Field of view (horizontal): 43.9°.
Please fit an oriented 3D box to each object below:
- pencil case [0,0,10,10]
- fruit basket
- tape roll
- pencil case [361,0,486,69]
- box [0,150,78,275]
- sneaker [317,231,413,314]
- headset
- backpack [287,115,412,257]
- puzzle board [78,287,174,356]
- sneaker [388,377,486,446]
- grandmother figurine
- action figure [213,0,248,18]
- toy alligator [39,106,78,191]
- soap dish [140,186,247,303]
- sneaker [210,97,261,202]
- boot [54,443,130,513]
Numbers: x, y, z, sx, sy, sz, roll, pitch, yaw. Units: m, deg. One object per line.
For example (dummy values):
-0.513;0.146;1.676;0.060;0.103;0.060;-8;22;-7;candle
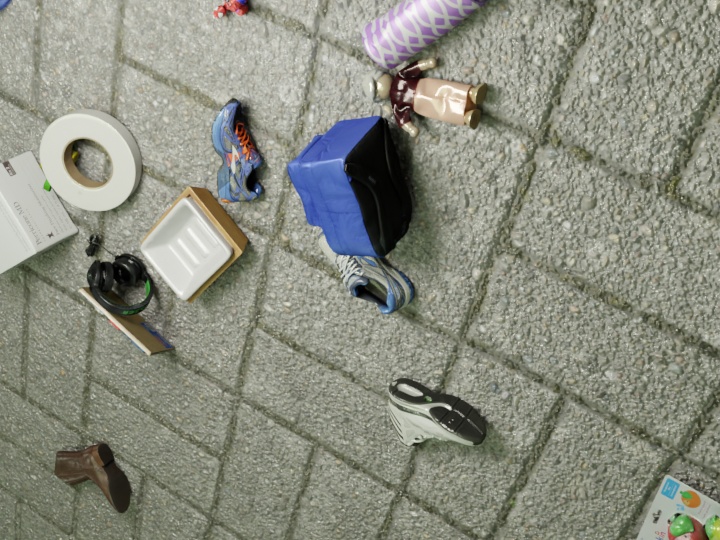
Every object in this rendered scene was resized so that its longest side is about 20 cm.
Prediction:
-0.748;-0.583;1.692;0.201;0.078;0.087;54;150;-5;pencil case
0.557;0.452;1.449;0.199;0.094;0.187;25;125;21;fruit basket
-0.526;-0.213;1.745;0.201;0.037;0.204;5;118;9;tape roll
0.091;-0.377;1.305;0.199;0.084;0.086;-28;63;35;pencil case
-0.747;-0.114;1.901;0.199;0.131;0.200;-21;103;36;box
0.000;0.000;1.548;0.200;0.085;0.077;38;127;9;sneaker
-0.512;0.012;1.842;0.201;0.123;0.094;56;135;17;headset
-0.010;-0.127;1.448;0.167;0.163;0.201;2;128;40;backpack
-0.485;0.106;1.859;0.200;0.151;0.017;42;93;5;puzzle board
0.137;0.284;1.634;0.199;0.076;0.116;26;134;26;sneaker
0.090;-0.268;1.378;0.199;0.060;0.122;20;96;24;grandmother figurine
-0.187;-0.458;1.418;0.199;0.099;0.065;-31;95;40;action figure
-0.592;-0.248;1.793;0.059;0.054;0.201;28;118;-5;toy alligator
-0.317;-0.051;1.711;0.158;0.081;0.200;50;128;-1;soap dish
-0.211;-0.210;1.582;0.078;0.076;0.201;10;127;16;sneaker
-0.676;0.527;2.232;0.199;0.064;0.188;-18;91;33;boot
